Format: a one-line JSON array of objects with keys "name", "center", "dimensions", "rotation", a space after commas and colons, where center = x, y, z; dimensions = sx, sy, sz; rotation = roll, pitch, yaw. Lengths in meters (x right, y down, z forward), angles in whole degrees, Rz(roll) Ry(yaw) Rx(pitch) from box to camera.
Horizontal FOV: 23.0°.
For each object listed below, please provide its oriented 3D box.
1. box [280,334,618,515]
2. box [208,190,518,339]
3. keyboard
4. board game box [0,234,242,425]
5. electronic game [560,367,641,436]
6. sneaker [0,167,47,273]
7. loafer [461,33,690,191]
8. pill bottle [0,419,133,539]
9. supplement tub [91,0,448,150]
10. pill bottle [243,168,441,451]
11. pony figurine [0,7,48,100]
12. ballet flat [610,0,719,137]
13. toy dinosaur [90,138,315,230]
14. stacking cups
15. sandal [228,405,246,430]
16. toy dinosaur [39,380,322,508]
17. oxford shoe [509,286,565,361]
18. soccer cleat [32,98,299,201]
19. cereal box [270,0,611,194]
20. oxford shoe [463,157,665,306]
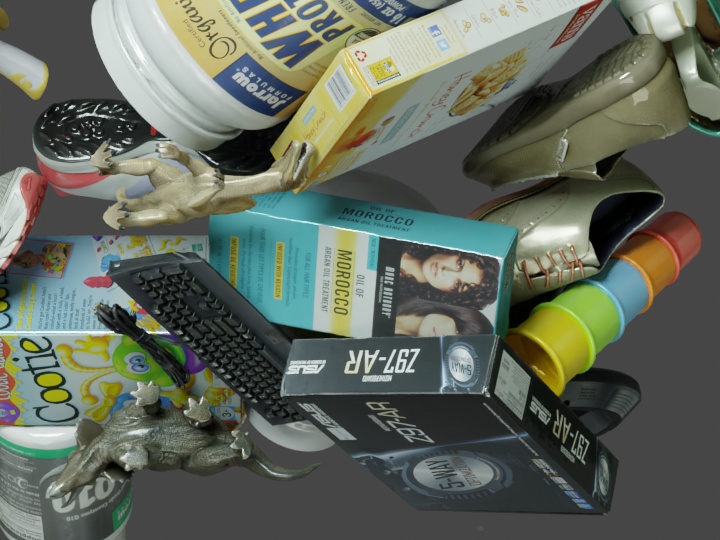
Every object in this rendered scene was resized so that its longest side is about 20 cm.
[{"name": "box", "center": [0.064, 0.108, 1.207], "dimensions": [0.160, 0.044, 0.200], "rotation": [-3, 149, 32]}, {"name": "box", "center": [0.000, 0.000, 1.176], "dimensions": [0.200, 0.049, 0.082], "rotation": [10, 118, 13]}, {"name": "keyboard", "center": [-0.107, 0.053, 1.216], "dimensions": [0.127, 0.021, 0.200], "rotation": [-8, 141, 34]}, {"name": "board game box", "center": [-0.188, 0.045, 1.316], "dimensions": [0.200, 0.105, 0.103], "rotation": [0, 135, -3]}, {"name": "electronic game", "center": [0.122, 0.111, 1.396], "dimensions": [0.200, 0.042, 0.200], "rotation": [-6, 162, -2]}, {"name": "sneaker", "center": [-0.300, -0.026, 1.246], "dimensions": [0.200, 0.078, 0.082], "rotation": [-23, 125, 33]}, {"name": "loafer", "center": [0.142, -0.090, 1.183], "dimensions": [0.067, 0.076, 0.200], "rotation": [48, 148, -11]}, {"name": "pill bottle", "center": [-0.240, 0.158, 1.416], "dimensions": [0.113, 0.113, 0.200], "rotation": [0, 134, -3]}, {"name": "supplement tub", "center": [-0.053, -0.176, 1.084], "dimensions": [0.200, 0.145, 0.144], "rotation": [-34, 127, 26]}, {"name": "pill bottle", "center": [-0.019, 0.034, 1.297], "dimensions": [0.111, 0.111, 0.200], "rotation": [14, 125, -16]}, {"name": "pony figurine", "center": [-0.265, -0.188, 1.075], "dimensions": [0.200, 0.167, 0.193], "rotation": [7, 143, -31]}, {"name": "ballet flat", "center": [0.210, -0.161, 1.163], "dimensions": [0.067, 0.070, 0.200], "rotation": [-27, 129, 18]}, {"name": "toy dinosaur", "center": [-0.118, -0.045, 1.111], "dimensions": [0.200, 0.058, 0.101], "rotation": [-7, 167, 43]}, {"name": "stacking cups", "center": [0.173, 0.020, 1.267], "dimensions": [0.060, 0.200, 0.061], "rotation": [24, 133, 29]}, {"name": "sandal", "center": [-0.107, 0.100, 1.397], "dimensions": [0.211, 0.070, 0.078], "rotation": [-5, 134, 1]}, {"name": "toy dinosaur", "center": [-0.131, 0.122, 1.282], "dimensions": [0.200, 0.077, 0.102], "rotation": [-4, 170, -14]}, {"name": "oxford shoe", "center": [0.118, 0.041, 1.296], "dimensions": [0.200, 0.084, 0.073], "rotation": [-39, 155, -18]}, {"name": "soccer cleat", "center": [-0.125, -0.080, 1.235], "dimensions": [0.200, 0.068, 0.073], "rotation": [0, 151, -3]}, {"name": "cereal box", "center": [0.053, -0.124, 1.108], "dimensions": [0.200, 0.040, 0.144], "rotation": [-25, 169, -27]}, {"name": "oxford shoe", "center": [0.124, -0.016, 1.231], "dimensions": [0.200, 0.074, 0.071], "rotation": [-40, 131, -14]}]
